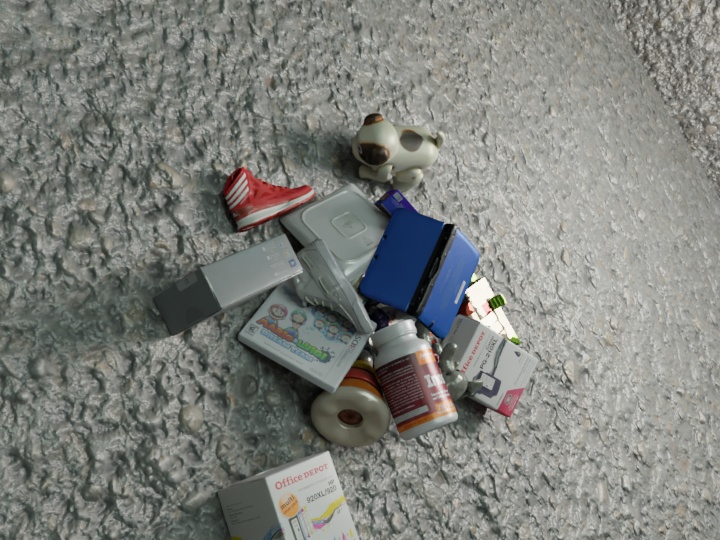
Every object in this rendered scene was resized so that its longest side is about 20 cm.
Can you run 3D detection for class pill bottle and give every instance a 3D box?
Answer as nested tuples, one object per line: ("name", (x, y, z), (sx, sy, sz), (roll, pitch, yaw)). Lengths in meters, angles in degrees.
("pill bottle", (0.092, 0.198, 1.597), (0.113, 0.113, 0.201), (-9, 72, -46))

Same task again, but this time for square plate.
("square plate", (-0.024, -0.083, 1.730), (0.200, 0.029, 0.198), (-30, 63, -33))

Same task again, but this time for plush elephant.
("plush elephant", (0.145, 0.199, 1.726), (0.164, 0.154, 0.201), (-11, 95, -47))

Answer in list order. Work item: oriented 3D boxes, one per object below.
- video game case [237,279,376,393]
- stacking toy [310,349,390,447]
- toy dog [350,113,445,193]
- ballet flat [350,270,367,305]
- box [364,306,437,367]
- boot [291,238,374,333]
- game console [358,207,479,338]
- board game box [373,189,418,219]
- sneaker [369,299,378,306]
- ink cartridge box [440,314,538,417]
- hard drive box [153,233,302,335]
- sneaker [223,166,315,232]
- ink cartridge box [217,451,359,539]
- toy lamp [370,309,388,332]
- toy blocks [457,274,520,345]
("video game case", (-0.094, 0.111, 1.598), (0.199, 0.024, 0.182), (28, 46, 8))
("stacking toy", (-0.009, 0.216, 1.646), (0.146, 0.146, 0.200), (42, 31, -22))
("toy dog", (0.067, -0.258, 1.885), (0.200, 0.193, 0.140), (9, 77, -49))
("ballet flat", (0.000, 0.000, 1.724), (0.075, 0.068, 0.200), (48, 47, -18))
("box", (0.070, 0.127, 1.811), (0.199, 0.035, 0.111), (-12, 80, -47))
("boot", (-0.061, 0.047, 1.617), (0.201, 0.095, 0.074), (59, 3, 10))
("game console", (0.118, 0.005, 1.707), (0.171, 0.118, 0.201), (42, 66, -42))
("board game box", (0.117, -0.078, 1.805), (0.045, 0.134, 0.200), (-42, 97, -1))
("sneaker", (0.061, -0.009, 1.845), (0.115, 0.080, 0.199), (58, 36, -1))
("ink cartridge box", (0.266, 0.206, 1.889), (0.200, 0.084, 0.145), (32, 82, -30))
("hard drive box", (-0.223, 0.023, 1.487), (0.200, 0.156, 0.077), (-27, 91, -48))
("sneaker", (-0.177, -0.158, 1.676), (0.200, 0.078, 0.116), (-30, 94, -48))
("ink cartridge box", (-0.111, 0.418, 1.416), (0.147, 0.144, 0.201), (-12, 79, -46))
("toy lamp", (-0.040, 0.118, 1.671), (0.199, 0.058, 0.058), (-12, 79, -30))
("toy blocks", (0.257, 0.115, 1.972), (0.136, 0.100, 0.201), (-32, 95, -35))
